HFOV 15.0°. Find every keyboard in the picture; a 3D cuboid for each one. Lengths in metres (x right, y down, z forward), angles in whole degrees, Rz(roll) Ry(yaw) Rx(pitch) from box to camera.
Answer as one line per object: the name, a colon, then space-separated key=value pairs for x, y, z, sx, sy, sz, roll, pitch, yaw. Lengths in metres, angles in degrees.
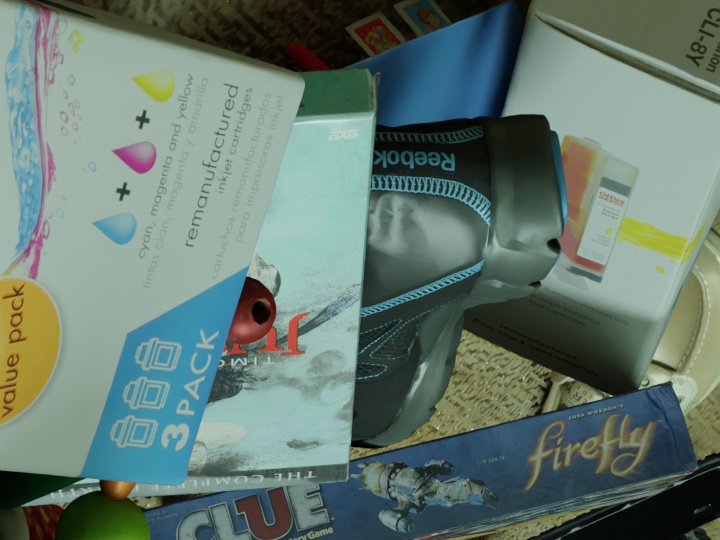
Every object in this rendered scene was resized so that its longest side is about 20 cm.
keyboard: x=0.094 y=0.140 z=1.397 sx=0.200 sy=0.040 sz=0.104 roll=-23 pitch=153 yaw=-5

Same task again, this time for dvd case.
dvd case: x=-0.071 y=0.012 z=0.835 sx=0.146 sy=0.022 sz=0.200 roll=-4 pitch=146 yaw=-6

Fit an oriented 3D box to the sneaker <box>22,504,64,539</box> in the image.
sneaker: x=-0.169 y=0.144 z=0.902 sx=0.200 sy=0.073 sz=0.077 roll=-25 pitch=156 yaw=-42

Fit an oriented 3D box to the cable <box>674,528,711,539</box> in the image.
cable: x=0.201 y=0.177 z=1.681 sx=0.097 sy=0.050 sz=0.200 roll=-40 pitch=157 yaw=-27

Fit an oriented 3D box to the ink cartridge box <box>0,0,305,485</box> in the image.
ink cartridge box: x=-0.116 y=-0.017 z=0.656 sx=0.200 sy=0.068 sz=0.115 roll=10 pitch=98 yaw=-49

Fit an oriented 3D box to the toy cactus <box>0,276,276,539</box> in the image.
toy cactus: x=-0.092 y=0.087 z=0.816 sx=0.102 sy=0.165 sz=0.200 roll=1 pitch=101 yaw=-45

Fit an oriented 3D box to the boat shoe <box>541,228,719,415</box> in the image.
boat shoe: x=0.129 y=0.052 z=1.326 sx=0.065 sy=0.072 sz=0.200 roll=-35 pitch=159 yaw=-36

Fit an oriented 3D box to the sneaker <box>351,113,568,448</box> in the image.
sneaker: x=0.000 y=0.000 z=0.922 sx=0.082 sy=0.073 sz=0.200 roll=5 pitch=151 yaw=-17

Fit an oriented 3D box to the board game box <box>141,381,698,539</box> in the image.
board game box: x=0.020 y=0.087 z=1.033 sx=0.200 sy=0.035 sz=0.135 roll=-13 pitch=172 yaw=-2

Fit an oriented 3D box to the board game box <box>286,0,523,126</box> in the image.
board game box: x=-0.031 y=-0.031 z=0.936 sx=0.200 sy=0.039 sz=0.158 roll=-25 pitch=153 yaw=-42

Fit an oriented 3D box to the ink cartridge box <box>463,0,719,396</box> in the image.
ink cartridge box: x=0.106 y=-0.070 z=0.998 sx=0.200 sy=0.083 sz=0.145 roll=103 pitch=13 yaw=-58
